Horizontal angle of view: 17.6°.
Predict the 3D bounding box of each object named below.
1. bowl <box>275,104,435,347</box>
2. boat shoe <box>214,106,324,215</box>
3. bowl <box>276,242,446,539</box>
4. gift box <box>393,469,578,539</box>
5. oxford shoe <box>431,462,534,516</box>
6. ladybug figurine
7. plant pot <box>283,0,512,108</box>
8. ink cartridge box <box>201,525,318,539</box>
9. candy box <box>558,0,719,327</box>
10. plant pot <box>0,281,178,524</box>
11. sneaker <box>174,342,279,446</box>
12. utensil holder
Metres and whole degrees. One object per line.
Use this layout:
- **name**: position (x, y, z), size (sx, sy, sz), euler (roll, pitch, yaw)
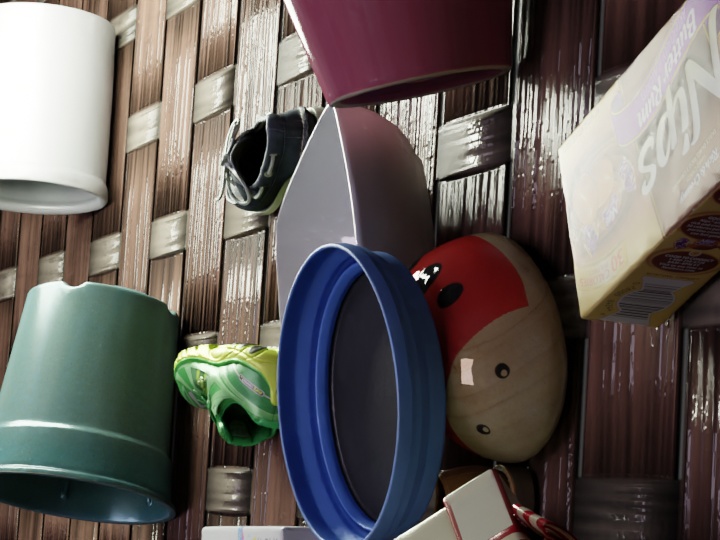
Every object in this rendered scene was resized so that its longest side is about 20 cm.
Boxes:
- **bowl**: position (0.000, 0.000, 1.685), size (0.200, 0.075, 0.200), euler (116, 153, -54)
- **boat shoe**: position (-0.084, -0.092, 1.962), size (0.200, 0.062, 0.075), euler (159, 113, -68)
- **bowl**: position (0.000, 0.083, 1.516), size (0.201, 0.039, 0.201), euler (179, 90, -66)
- **gift box**: position (0.076, 0.245, 1.230), size (0.187, 0.185, 0.200), euler (-34, 29, 5)
- **oxford shoe**: position (0.057, 0.218, 1.501), size (0.071, 0.071, 0.200), euler (-146, 62, -67)
- **ladybug figurine**: position (0.070, 0.047, 1.506), size (0.200, 0.072, 0.136), euler (-128, 47, -61)
- **plant pot**: position (0.022, -0.209, 1.562), size (0.200, 0.200, 0.179), euler (166, 93, -68)
- **ink cartridge box**: position (-0.058, 0.268, 1.769), size (0.200, 0.085, 0.145), euler (162, 112, -69)
- **candy box**: position (0.180, -0.064, 1.273), size (0.200, 0.056, 0.117), euler (127, 143, -56)
- **plant pot**: position (-0.261, 0.124, 2.213), size (0.200, 0.200, 0.196), euler (146, 135, -64)
- **sneaker**: position (-0.111, 0.106, 1.964), size (0.200, 0.074, 0.084), euler (166, 112, -68)
- **utensil holder**: position (-0.353, -0.176, 2.554), size (0.170, 0.170, 0.200), euler (156, 121, -66)
